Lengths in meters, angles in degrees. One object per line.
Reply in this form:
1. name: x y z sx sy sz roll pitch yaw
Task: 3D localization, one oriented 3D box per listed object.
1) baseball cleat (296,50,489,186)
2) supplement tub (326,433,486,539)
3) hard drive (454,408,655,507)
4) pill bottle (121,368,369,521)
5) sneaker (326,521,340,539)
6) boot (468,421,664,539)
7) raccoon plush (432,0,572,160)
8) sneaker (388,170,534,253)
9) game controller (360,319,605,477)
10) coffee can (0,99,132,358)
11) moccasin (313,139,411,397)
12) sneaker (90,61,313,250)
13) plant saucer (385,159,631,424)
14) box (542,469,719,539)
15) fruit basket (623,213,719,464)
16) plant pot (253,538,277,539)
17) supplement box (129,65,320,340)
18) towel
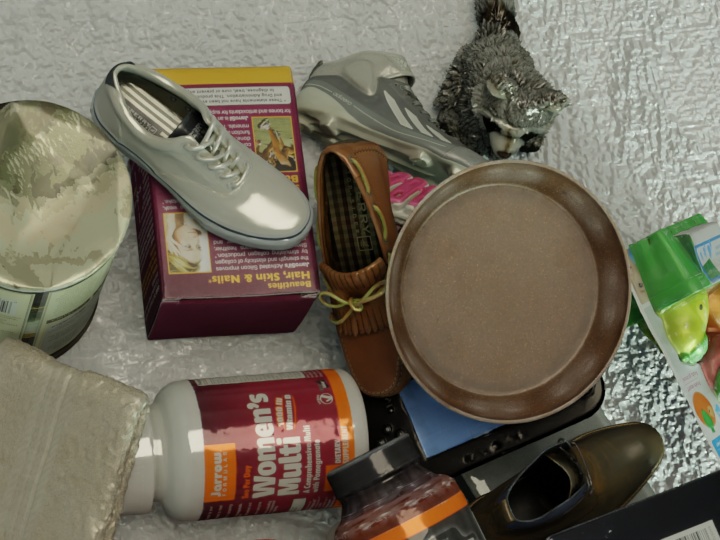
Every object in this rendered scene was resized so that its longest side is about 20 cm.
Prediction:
1. baseball cleat: 0.043 -0.128 1.692 0.199 0.070 0.107 23 65 8
2. supplement tub: 0.048 0.226 1.489 0.106 0.107 0.201 -25 86 -22
3. hard drive: 0.174 0.201 1.650 0.139 0.033 0.201 -28 80 -22
4. pill bottle: -0.101 0.137 1.556 0.198 0.110 0.111 -4 72 -16
5. sneaker: 0.041 0.287 1.567 0.088 0.075 0.202 -5 71 -29
6. boot: 0.174 0.169 1.589 0.199 0.097 0.075 -27 80 -21
7. raccoon plush: 0.118 -0.185 1.713 0.096 0.134 0.202 -5 73 -16
8. sneaker: 0.048 -0.022 1.624 0.199 0.088 0.074 17 24 24
9. game controller: 0.091 0.100 1.590 0.199 0.042 0.105 -24 87 4
10. coffee can: -0.258 -0.023 1.520 0.145 0.200 0.148 5 70 -14
11. moccasin: 0.002 0.000 1.559 0.073 0.078 0.203 0 99 26
12. sneaker: -0.122 -0.086 1.537 0.199 0.071 0.073 32 67 0
13. plant saucer: 0.110 0.016 1.538 0.198 0.034 0.202 -1 94 -16
14. box: 0.214 0.236 1.531 0.199 0.182 0.105 -17 76 -20
15. fruit basket: 0.293 0.053 1.672 0.201 0.094 0.185 59 30 8
16. plant pot: -0.084 0.287 1.461 0.199 0.195 0.203 5 70 -14
17. supplement box: -0.114 -0.055 1.623 0.130 0.103 0.202 -2 71 -15
18. towel: -0.236 0.165 1.490 0.132 0.034 0.202 19 95 19
